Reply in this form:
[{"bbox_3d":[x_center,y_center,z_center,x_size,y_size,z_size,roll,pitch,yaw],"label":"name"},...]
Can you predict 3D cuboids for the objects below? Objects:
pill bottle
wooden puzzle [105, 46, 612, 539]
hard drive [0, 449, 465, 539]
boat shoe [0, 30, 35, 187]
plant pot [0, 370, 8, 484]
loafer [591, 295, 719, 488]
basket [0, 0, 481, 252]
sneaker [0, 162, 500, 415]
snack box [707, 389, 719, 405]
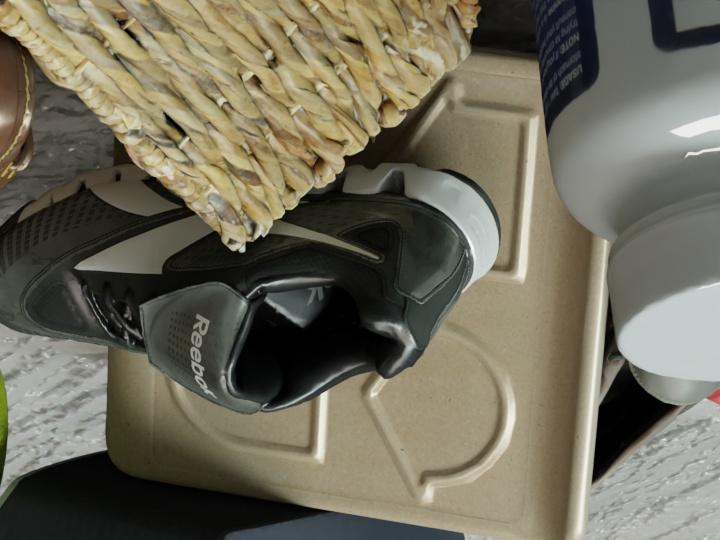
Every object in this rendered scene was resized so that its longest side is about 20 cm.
[{"bbox_3d":[0.110,-0.073,0.797,0.110,0.201,0.111,-3,156,-1],"label":"pill bottle"},{"bbox_3d":[0.000,0.000,0.960,0.199,0.186,0.046,10,-161,18],"label":"wooden puzzle"},{"bbox_3d":[-0.050,0.103,1.037,0.134,0.043,0.200,11,-173,28],"label":"hard drive"},{"bbox_3d":[-0.147,-0.060,0.907,0.067,0.072,0.200,3,178,-25],"label":"boat shoe"},{"bbox_3d":[-0.245,0.064,0.970,0.192,0.201,0.201,15,156,16],"label":"plant pot"},{"bbox_3d":[0.117,0.031,0.936,0.072,0.063,0.200,10,158,-16],"label":"loafer"},{"bbox_3d":[-0.064,-0.132,0.828,0.143,0.149,0.200,-42,144,2],"label":"basket"},{"bbox_3d":[-0.055,0.009,0.901,0.199,0.091,0.067,-3,126,21],"label":"sneaker"},{"bbox_3d":[0.194,-0.023,1.025,0.200,0.053,0.142,-36,140,28],"label":"snack box"}]
